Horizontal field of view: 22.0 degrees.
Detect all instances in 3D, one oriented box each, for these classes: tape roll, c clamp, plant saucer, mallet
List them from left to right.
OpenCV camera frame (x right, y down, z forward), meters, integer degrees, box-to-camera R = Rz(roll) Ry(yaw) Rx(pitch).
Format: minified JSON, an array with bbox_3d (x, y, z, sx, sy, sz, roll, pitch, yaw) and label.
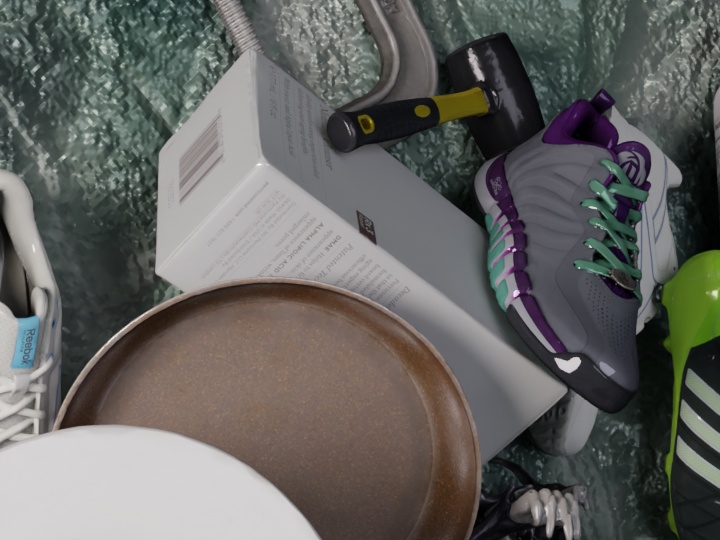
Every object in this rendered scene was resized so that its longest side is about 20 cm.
[{"bbox_3d":[-0.112,0.169,0.733,0.201,0.139,0.205,4,78,-21],"label":"tape roll"},{"bbox_3d":[-0.044,0.093,0.849,0.198,0.032,0.202,-3,110,-7],"label":"plant saucer"},{"bbox_3d":[-0.038,-0.123,0.969,0.170,0.027,0.202,-23,92,-29],"label":"c clamp"},{"bbox_3d":[0.035,-0.091,0.948,0.199,0.041,0.066,-6,76,-59],"label":"mallet"}]

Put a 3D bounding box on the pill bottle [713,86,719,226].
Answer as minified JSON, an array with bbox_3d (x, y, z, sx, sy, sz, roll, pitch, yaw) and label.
[{"bbox_3d":[0.262,-0.058,1.066,0.112,0.113,0.202,4,79,-27],"label":"pill bottle"}]

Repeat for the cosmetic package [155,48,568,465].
[{"bbox_3d":[0.000,0.000,0.896,0.199,0.081,0.113,34,25,-26],"label":"cosmetic package"}]

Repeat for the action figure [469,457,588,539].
[{"bbox_3d":[0.094,0.163,0.913,0.119,0.102,0.201,38,40,-25],"label":"action figure"}]

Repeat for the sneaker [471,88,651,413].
[{"bbox_3d":[0.110,-0.019,0.904,0.074,0.088,0.201,34,23,-29],"label":"sneaker"}]

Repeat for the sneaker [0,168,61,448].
[{"bbox_3d":[-0.166,0.049,0.836,0.074,0.086,0.202,-7,86,-31],"label":"sneaker"}]

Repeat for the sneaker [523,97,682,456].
[{"bbox_3d":[0.135,0.007,1.013,0.087,0.074,0.202,24,71,-28],"label":"sneaker"}]

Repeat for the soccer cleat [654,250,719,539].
[{"bbox_3d":[0.207,0.089,1.005,0.067,0.080,0.202,-21,109,-50],"label":"soccer cleat"}]
